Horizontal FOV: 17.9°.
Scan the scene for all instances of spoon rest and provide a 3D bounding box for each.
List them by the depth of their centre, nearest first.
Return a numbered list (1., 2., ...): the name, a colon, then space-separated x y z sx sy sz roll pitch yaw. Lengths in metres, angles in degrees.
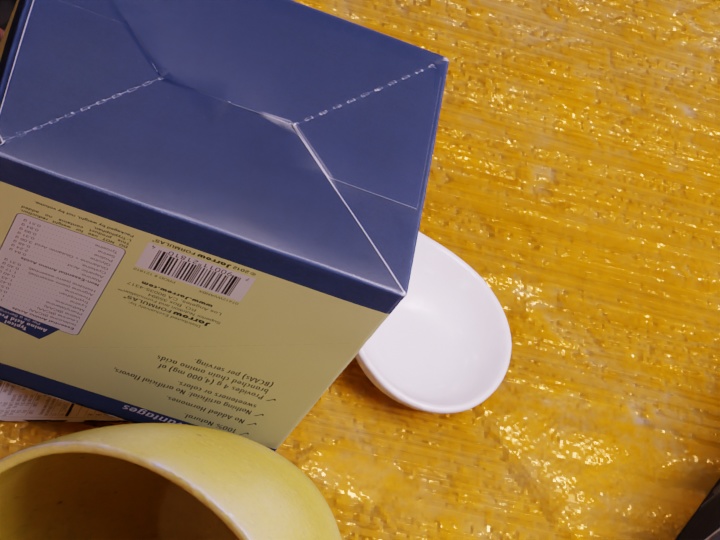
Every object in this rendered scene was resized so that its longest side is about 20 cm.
1. spoon rest: 0.000 0.000 1.268 0.200 0.061 0.099 40 55 3

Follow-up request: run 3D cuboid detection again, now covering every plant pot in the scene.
1. plant pot: -0.083 0.152 1.086 0.200 0.200 0.142 46 30 6

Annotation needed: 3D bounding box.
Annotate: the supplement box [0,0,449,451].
1. supplement box: -0.092 -0.030 1.085 0.200 0.200 0.135 19 58 -13

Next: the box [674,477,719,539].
1. box: 0.280 0.145 1.276 0.148 0.107 0.200 42 54 3

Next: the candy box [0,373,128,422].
1. candy box: -0.164 0.007 1.194 0.199 0.061 0.137 2 61 -23

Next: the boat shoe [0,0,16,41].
1. boat shoe: -0.207 -0.158 1.264 0.200 0.070 0.070 46 56 8
